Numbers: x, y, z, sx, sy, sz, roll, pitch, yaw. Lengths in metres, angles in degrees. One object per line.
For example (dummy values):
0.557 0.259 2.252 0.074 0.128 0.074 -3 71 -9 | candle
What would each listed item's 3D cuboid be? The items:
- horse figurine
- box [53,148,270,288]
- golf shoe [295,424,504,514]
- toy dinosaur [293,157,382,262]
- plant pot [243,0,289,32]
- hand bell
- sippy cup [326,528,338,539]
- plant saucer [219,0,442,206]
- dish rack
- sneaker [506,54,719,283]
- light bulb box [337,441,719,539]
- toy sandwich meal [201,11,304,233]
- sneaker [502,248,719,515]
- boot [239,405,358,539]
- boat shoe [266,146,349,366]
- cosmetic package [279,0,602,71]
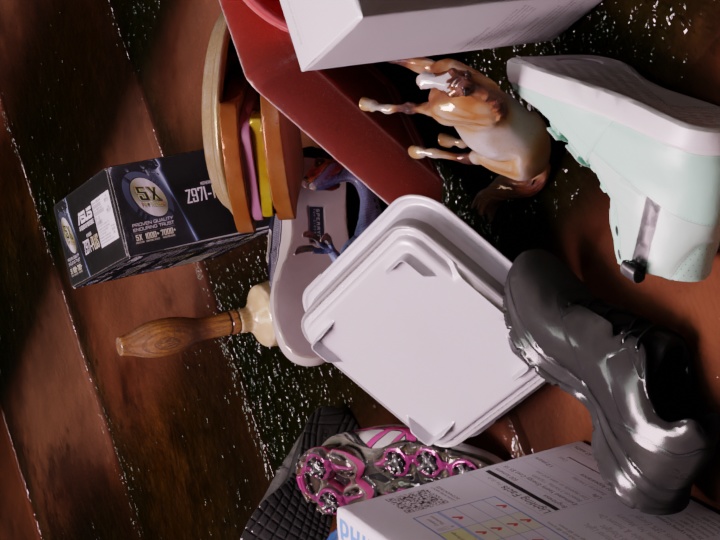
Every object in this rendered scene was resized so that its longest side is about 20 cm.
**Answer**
0.073 -0.096 1.202 0.132 0.200 0.050 10 70 39 | horse figurine
-0.184 -0.053 1.711 0.200 0.163 0.087 -21 83 65 | box
0.045 0.151 1.430 0.199 0.092 0.073 1 113 41 | golf shoe
0.000 0.000 1.452 0.182 0.104 0.201 -99 3 -46 | toy dinosaur
-0.027 -0.280 1.273 0.177 0.199 0.202 -126 32 -61 | plant pot
-0.117 0.046 1.575 0.104 0.199 0.105 36 132 54 | hand bell
0.012 0.278 1.486 0.140 0.177 0.131 54 -169 -23 | sippy cup
-0.019 -0.135 1.317 0.037 0.199 0.200 -41 33 15 | plant saucer
0.048 0.048 1.287 0.171 0.044 0.200 41 140 -4 | dish rack
0.149 -0.062 1.111 0.200 0.073 0.119 37 128 52 | sneaker
0.117 0.215 1.163 0.198 0.199 0.126 25 123 60 | light bulb box
-0.072 -0.128 1.441 0.205 0.070 0.207 2 -90 -77 | toy sandwich meal
0.166 0.055 1.156 0.201 0.076 0.091 55 138 27 | sneaker
-0.065 0.225 1.612 0.067 0.201 0.131 29 145 -1 | boot
-0.045 0.003 1.520 0.093 0.074 0.201 113 163 -59 | boat shoe
0.048 -0.196 1.114 0.085 0.199 0.108 -35 69 57 | cosmetic package
